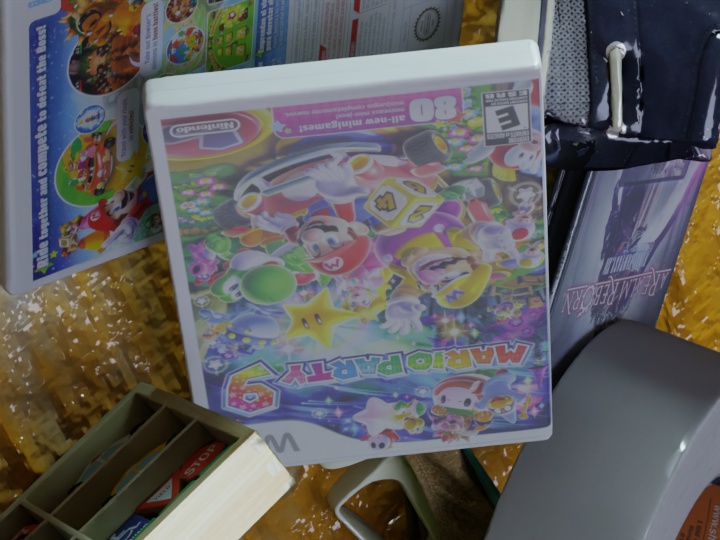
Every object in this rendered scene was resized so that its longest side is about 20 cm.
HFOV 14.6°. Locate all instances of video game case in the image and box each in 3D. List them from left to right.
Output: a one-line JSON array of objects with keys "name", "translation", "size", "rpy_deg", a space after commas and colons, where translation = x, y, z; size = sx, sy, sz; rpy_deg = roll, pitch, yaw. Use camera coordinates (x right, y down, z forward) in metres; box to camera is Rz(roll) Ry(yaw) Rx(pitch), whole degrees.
[{"name": "video game case", "translation": [-0.047, -0.080, 1.040], "size": [0.199, 0.018, 0.144], "rpy_deg": [-22, 139, -27]}, {"name": "video game case", "translation": [0.000, 0.000, 1.061], "size": [0.142, 0.018, 0.201], "rpy_deg": [-6, 136, -1]}, {"name": "video game case", "translation": [0.114, -0.032, 1.202], "size": [0.143, 0.019, 0.201], "rpy_deg": [-9, 117, -63]}]

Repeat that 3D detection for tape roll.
[{"name": "tape roll", "translation": [0.114, 0.126, 1.225], "size": [0.200, 0.066, 0.201], "rpy_deg": [-49, 150, -41]}]

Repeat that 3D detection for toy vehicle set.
[{"name": "toy vehicle set", "translation": [-0.124, 0.127, 1.041], "size": [0.200, 0.124, 0.027], "rpy_deg": [-44, 111, -15]}]

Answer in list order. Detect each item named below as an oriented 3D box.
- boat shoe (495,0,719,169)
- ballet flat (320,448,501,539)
[{"name": "boat shoe", "translation": [0.103, -0.133, 1.081], "size": [0.092, 0.075, 0.201], "rpy_deg": [7, 84, 1]}, {"name": "ballet flat", "translation": [0.015, 0.075, 1.185], "size": [0.072, 0.068, 0.200], "rpy_deg": [-27, 132, -5]}]
